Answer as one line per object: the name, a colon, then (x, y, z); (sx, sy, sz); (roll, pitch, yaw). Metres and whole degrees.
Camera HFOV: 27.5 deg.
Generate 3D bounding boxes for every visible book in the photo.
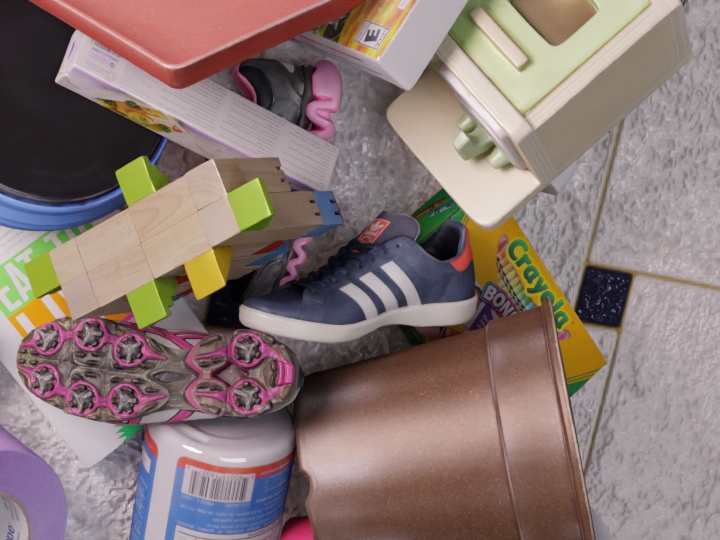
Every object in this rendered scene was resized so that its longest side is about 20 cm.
book: (-0.206, 0.029, 1.070); (0.134, 0.048, 0.200); (-39, 117, -11)

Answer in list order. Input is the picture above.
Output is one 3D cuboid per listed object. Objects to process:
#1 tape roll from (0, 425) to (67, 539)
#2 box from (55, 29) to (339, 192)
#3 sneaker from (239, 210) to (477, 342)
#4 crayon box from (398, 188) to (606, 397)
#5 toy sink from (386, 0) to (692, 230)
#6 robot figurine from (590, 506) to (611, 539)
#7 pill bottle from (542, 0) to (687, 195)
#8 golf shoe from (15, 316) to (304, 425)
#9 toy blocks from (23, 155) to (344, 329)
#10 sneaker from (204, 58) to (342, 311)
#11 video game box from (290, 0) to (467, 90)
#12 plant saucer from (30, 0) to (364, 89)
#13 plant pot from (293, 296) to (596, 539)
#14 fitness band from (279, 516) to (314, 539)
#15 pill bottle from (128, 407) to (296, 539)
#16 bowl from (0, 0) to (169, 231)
tape roll: (-0.297, 0.194, 0.996); (0.200, 0.066, 0.200); (-34, 139, -35)
box: (-0.109, -0.105, 1.003); (0.200, 0.039, 0.042); (25, 68, -25)
sneaker: (0.000, 0.000, 1.068); (0.200, 0.075, 0.085); (-7, 106, -37)
crayon box: (0.100, 0.035, 1.196); (0.119, 0.058, 0.200); (-41, 114, -11)
toy sink: (0.114, -0.148, 1.040); (0.200, 0.130, 0.112); (-40, 159, 5)
robot figurine: (0.128, 0.237, 1.221); (0.200, 0.113, 0.170); (13, 79, -26)
pill bottle: (0.165, -0.168, 1.151); (0.114, 0.114, 0.200); (32, 88, -26)
golf shoe: (-0.140, 0.075, 1.035); (0.199, 0.092, 0.073); (5, 83, 5)
toy blocks: (-0.107, -0.022, 0.999); (0.137, 0.200, 0.100); (-8, 75, -60)
sneaker: (-0.078, -0.066, 1.094); (0.095, 0.079, 0.201); (12, 90, -17)
video game box: (0.020, -0.241, 1.031); (0.047, 0.182, 0.200); (35, 85, -42)
plant saucer: (-0.112, -0.191, 0.964); (0.200, 0.199, 0.037); (-32, 142, -36)
plant pot: (0.063, 0.136, 1.090); (0.198, 0.200, 0.201); (-11, 108, 8)
fitness band: (-0.037, 0.279, 1.134); (0.037, 0.144, 0.200); (3, 137, 14)
pill bottle: (-0.116, 0.193, 1.096); (0.112, 0.112, 0.200); (1, 116, -24)
bowl: (-0.216, -0.128, 0.990); (0.200, 0.039, 0.201); (7, 76, -30)
